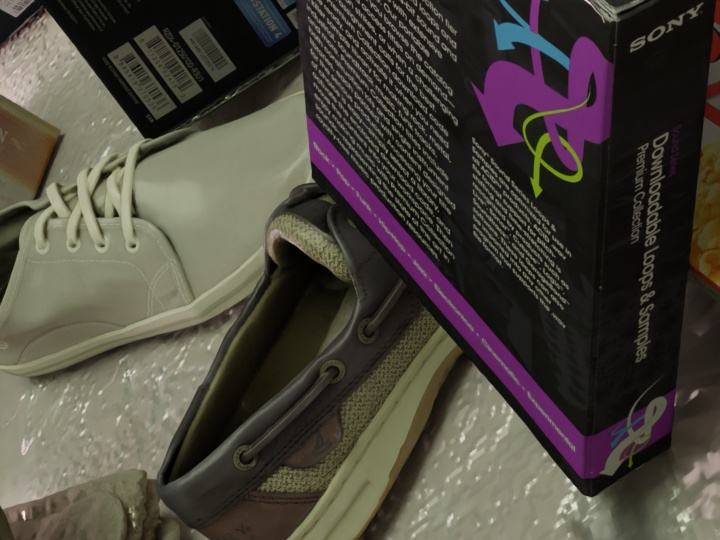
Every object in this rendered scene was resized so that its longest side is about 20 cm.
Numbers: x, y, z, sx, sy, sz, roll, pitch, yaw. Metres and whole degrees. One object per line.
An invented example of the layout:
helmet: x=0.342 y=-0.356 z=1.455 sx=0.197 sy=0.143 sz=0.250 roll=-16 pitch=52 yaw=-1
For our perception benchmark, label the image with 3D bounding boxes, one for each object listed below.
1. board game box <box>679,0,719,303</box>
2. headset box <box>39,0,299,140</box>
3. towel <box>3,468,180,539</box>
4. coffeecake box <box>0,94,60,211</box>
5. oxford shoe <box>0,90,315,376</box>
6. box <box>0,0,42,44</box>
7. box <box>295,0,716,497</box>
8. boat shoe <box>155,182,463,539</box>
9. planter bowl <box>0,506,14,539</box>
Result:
board game box: x=0.126 y=-0.065 z=0.665 sx=0.152 sy=0.046 sz=0.200 roll=-49 pitch=36 yaw=1
headset box: x=-0.109 y=-0.177 z=0.926 sx=0.093 sy=0.174 sz=0.200 roll=-33 pitch=38 yaw=3
towel: x=-0.120 y=0.170 z=0.819 sx=0.133 sy=0.034 sz=0.200 roll=-21 pitch=51 yaw=43
coffeecake box: x=-0.230 y=-0.001 z=0.973 sx=0.073 sy=0.154 sz=0.200 roll=-2 pitch=63 yaw=50
oxford shoe: x=-0.085 y=-0.015 z=0.892 sx=0.200 sy=0.058 sz=0.075 roll=-24 pitch=44 yaw=36
box: x=-0.200 y=-0.172 z=1.156 sx=0.159 sy=0.046 sz=0.200 roll=-37 pitch=41 yaw=28
box: x=0.033 y=-0.048 z=0.634 sx=0.036 sy=0.200 sz=0.143 roll=-30 pitch=58 yaw=-16
boat shoe: x=0.000 y=0.000 z=0.768 sx=0.072 sy=0.065 sz=0.200 roll=17 pitch=78 yaw=55
planter bowl: x=-0.180 y=0.123 z=0.757 sx=0.135 sy=0.200 sz=0.200 roll=27 pitch=87 yaw=28
